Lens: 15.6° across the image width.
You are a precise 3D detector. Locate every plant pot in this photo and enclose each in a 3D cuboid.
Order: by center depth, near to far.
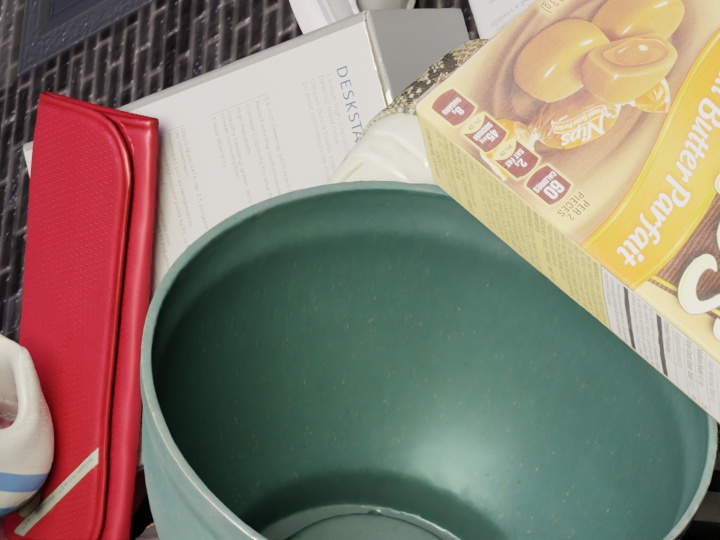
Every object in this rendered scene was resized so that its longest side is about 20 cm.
[{"bbox_3d":[0.014,0.085,0.934,0.201,0.199,0.135,-108,23,-44],"label":"plant pot"}]

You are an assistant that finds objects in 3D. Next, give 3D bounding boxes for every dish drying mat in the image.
[{"bbox_3d":[-0.122,0.028,1.138,0.077,0.018,0.201,16,105,43],"label":"dish drying mat"}]

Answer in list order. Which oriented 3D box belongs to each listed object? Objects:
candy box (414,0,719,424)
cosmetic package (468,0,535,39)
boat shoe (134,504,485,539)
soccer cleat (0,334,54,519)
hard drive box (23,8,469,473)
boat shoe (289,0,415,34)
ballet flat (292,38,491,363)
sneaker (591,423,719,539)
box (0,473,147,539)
[{"bbox_3d":[0.128,-0.024,0.911,0.115,0.055,0.200,-42,61,-13],"label":"candy box"},{"bbox_3d":[0.107,-0.117,1.127,0.101,0.071,0.201,-35,43,23],"label":"cosmetic package"},{"bbox_3d":[-0.008,0.108,1.100,0.199,0.075,0.074,-9,46,32],"label":"boat shoe"},{"bbox_3d":[-0.204,0.093,1.073,0.070,0.087,0.200,22,39,29],"label":"soccer cleat"},{"bbox_3d":[-0.035,-0.009,1.134,0.199,0.077,0.157,-17,85,35],"label":"hard drive box"},{"bbox_3d":[0.009,-0.172,1.277,0.068,0.072,0.201,-28,38,29],"label":"boat shoe"},{"bbox_3d":[0.000,0.000,1.019,0.068,0.075,0.201,42,114,28],"label":"ballet flat"},{"bbox_3d":[0.173,0.050,0.941,0.200,0.076,0.116,-3,64,47],"label":"sneaker"},{"bbox_3d":[-0.214,0.074,1.213,0.128,0.200,0.109,22,79,55],"label":"box"}]
